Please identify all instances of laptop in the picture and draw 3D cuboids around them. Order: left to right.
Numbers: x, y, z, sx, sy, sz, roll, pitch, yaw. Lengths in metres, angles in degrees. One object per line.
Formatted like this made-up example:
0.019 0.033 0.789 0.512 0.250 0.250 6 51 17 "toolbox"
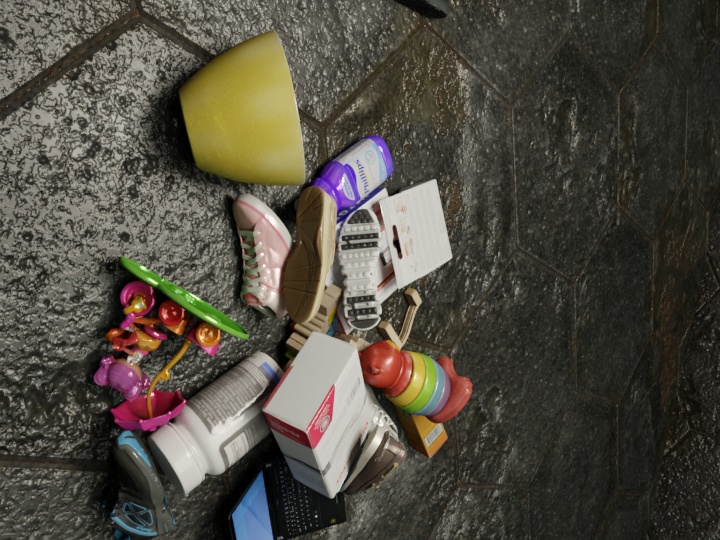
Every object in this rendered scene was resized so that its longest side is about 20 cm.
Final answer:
-0.110 0.404 0.913 0.194 0.103 0.182 -10 114 -14 "laptop"

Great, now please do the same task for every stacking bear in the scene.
0.083 0.190 1.004 0.197 0.122 0.115 29 98 -29 "stacking bear"

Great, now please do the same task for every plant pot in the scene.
-0.165 -0.205 0.759 0.138 0.200 0.206 -13 107 -11 "plant pot"

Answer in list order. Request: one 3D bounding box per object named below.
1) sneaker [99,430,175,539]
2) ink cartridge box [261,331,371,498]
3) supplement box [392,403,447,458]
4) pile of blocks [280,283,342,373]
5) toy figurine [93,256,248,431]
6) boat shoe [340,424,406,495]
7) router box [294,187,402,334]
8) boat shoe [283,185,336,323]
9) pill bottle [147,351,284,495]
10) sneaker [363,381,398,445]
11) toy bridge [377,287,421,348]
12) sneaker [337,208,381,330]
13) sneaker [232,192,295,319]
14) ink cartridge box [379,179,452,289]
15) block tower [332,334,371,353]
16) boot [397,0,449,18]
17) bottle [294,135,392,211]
-0.303 0.299 0.739 0.080 0.073 0.205 -21 128 -27 "sneaker"
-0.056 0.219 0.839 0.146 0.081 0.203 -56 150 -37 "ink cartridge box"
0.112 0.281 1.143 0.068 0.066 0.204 -35 117 -28 "supplement box"
-0.091 0.114 0.935 0.204 0.061 0.082 -66 157 -1 "pile of blocks"
-0.278 0.114 0.739 0.198 0.150 0.187 34 83 -17 "toy figurine"
0.016 0.319 0.899 0.072 0.058 0.202 -58 175 -45 "boat shoe"
-0.004 -0.020 1.004 0.199 0.048 0.183 -39 120 -32 "router box"
-0.066 -0.021 0.849 0.064 0.070 0.206 20 77 -59 "boat shoe"
-0.200 0.221 0.819 0.198 0.112 0.117 -34 117 -33 "pill bottle"
0.030 0.282 1.055 0.074 0.086 0.203 -44 122 -26 "sneaker"
0.059 0.130 1.098 0.201 0.027 0.068 -50 127 -25 "toy bridge"
0.000 0.000 0.938 0.081 0.073 0.207 78 13 -79 "sneaker"
-0.152 -0.010 0.852 0.105 0.074 0.203 -50 130 -31 "sneaker"
0.095 -0.071 1.053 0.198 0.046 0.165 -26 106 -47 "ink cartridge box"
-0.050 0.213 0.994 0.054 0.057 0.205 32 73 -39 "block tower"
0.107 -0.572 1.003 0.197 0.075 0.174 0 100 -49 "boot"
-0.028 -0.151 0.951 0.199 0.064 0.085 -41 122 -30 "bottle"
